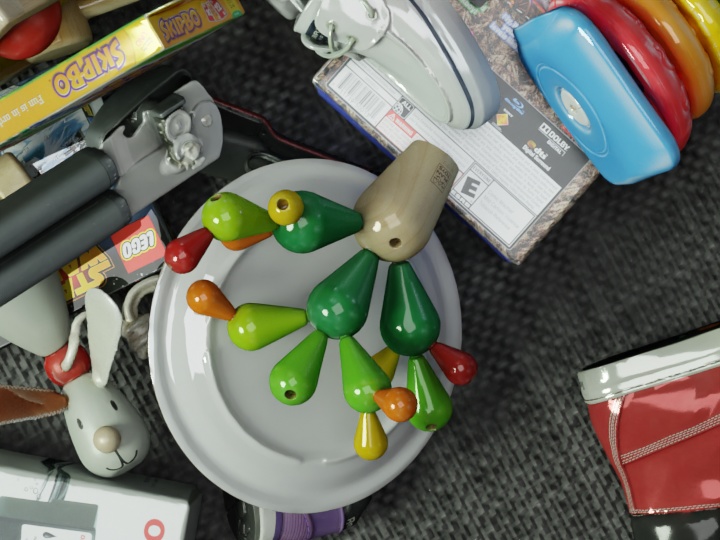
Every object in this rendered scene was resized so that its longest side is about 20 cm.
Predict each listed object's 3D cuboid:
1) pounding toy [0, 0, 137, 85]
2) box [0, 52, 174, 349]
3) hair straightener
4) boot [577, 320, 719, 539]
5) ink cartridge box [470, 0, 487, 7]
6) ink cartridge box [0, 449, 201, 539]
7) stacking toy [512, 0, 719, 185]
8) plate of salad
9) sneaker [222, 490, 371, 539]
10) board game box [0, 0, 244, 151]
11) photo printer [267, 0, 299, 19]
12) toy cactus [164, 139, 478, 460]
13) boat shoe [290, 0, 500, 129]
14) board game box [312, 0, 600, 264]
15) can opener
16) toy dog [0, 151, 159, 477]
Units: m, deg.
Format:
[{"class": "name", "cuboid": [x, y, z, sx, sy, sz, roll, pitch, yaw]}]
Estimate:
[{"class": "pounding toy", "cuboid": [-0.182, -0.165, 1.598, 0.142, 0.200, 0.184, 53, 134, 0]}, {"class": "box", "cuboid": [-0.223, -0.024, 1.684, 0.200, 0.040, 0.137, -25, 90, 0]}, {"class": "hair straightener", "cuboid": [-0.049, -0.049, 1.666, 0.200, 0.077, 0.041, 25, 127, -11]}, {"class": "boot", "cuboid": [0.243, 0.095, 1.674, 0.199, 0.072, 0.145, -19, 92, 8]}, {"class": "ink cartridge box", "cuboid": [0.015, -0.250, 1.541, 0.200, 0.147, 0.083, 43, 89, 10]}, {"class": "ink cartridge box", "cuboid": [-0.203, 0.182, 1.666, 0.199, 0.083, 0.147, 9, 92, -1]}, {"class": "stacking toy", "cuboid": [0.192, -0.145, 1.564, 0.200, 0.116, 0.110, -37, 94, -11]}, {"class": "plate of salad", "cuboid": [-0.033, 0.037, 1.620, 0.200, 0.048, 0.201, -1, 93, -29]}, {"class": "sneaker", "cuboid": [-0.042, 0.059, 1.682, 0.087, 0.076, 0.201, -7, 91, -20]}, {"class": "board game box", "cuboid": [-0.151, -0.107, 1.572, 0.200, 0.096, 0.030, -30, 92, 30]}, {"class": "photo printer", "cuboid": [-0.034, -0.273, 1.664, 0.166, 0.069, 0.200, 43, 91, -1]}, {"class": "toy cactus", "cuboid": [0.000, 0.000, 1.559, 0.200, 0.102, 0.165, 39, 73, -18]}, {"class": "boat shoe", "cuboid": [-0.009, -0.145, 1.564, 0.067, 0.074, 0.200, -37, 81, -23]}, {"class": "board game box", "cuboid": [0.095, -0.129, 1.653, 0.159, 0.097, 0.200, 42, 91, -1]}, {"class": "can opener", "cuboid": [-0.156, -0.043, 1.581, 0.200, 0.066, 0.053, -38, 127, -31]}, {"class": "toy dog", "cuboid": [-0.186, 0.023, 1.616, 0.200, 0.096, 0.132, 35, 92, -1]}]
